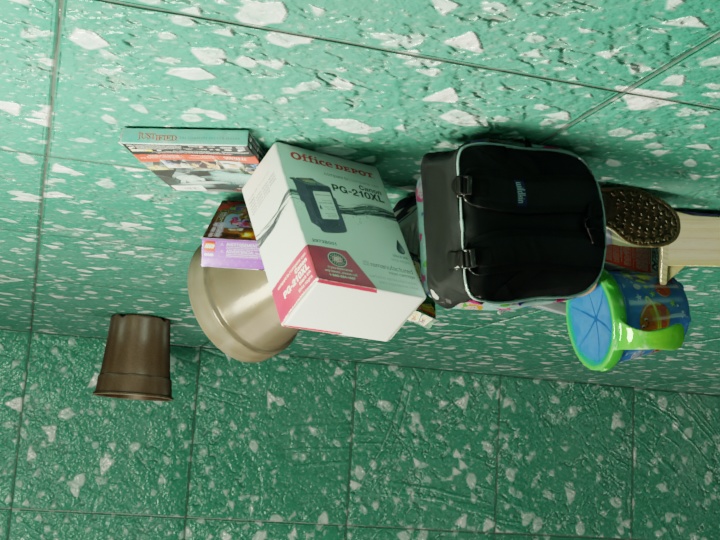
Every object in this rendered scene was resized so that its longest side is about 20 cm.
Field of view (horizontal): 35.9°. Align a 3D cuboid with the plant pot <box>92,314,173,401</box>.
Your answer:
[{"bbox_3d":[-0.554,0.216,2.754,0.198,0.200,0.200,3,170,1],"label":"plant pot"}]

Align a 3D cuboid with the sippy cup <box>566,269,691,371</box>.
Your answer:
[{"bbox_3d":[0.361,0.059,1.482,0.129,0.179,0.140,-5,143,-17],"label":"sippy cup"}]

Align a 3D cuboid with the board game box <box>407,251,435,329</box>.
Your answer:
[{"bbox_3d":[0.000,-0.008,1.312,0.199,0.105,0.024,23,130,-19],"label":"board game box"}]

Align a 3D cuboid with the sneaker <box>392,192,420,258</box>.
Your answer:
[{"bbox_3d":[0.093,-0.065,1.382,0.199,0.080,0.079,-22,117,27],"label":"sneaker"}]

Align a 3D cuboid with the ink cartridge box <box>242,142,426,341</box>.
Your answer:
[{"bbox_3d":[-0.032,-0.033,1.220,0.144,0.201,0.084,11,134,-34],"label":"ink cartridge box"}]

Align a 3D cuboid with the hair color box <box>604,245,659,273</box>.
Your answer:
[{"bbox_3d":[0.315,-0.027,1.530,0.199,0.065,0.110,15,164,-41],"label":"hair color box"}]

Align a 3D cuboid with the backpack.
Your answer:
[{"bbox_3d":[0.159,-0.044,1.180,0.198,0.180,0.150,-3,176,-24],"label":"backpack"}]

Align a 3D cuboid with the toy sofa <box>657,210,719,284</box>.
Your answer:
[{"bbox_3d":[0.481,-0.035,1.426,0.198,0.099,0.083,1,-166,13],"label":"toy sofa"}]

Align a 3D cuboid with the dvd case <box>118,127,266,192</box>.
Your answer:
[{"bbox_3d":[-0.176,-0.124,1.284,0.144,0.022,0.200,2,168,9],"label":"dvd case"}]

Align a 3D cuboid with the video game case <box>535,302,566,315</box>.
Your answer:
[{"bbox_3d":[0.245,0.039,1.902,0.181,0.022,0.199,13,178,41],"label":"video game case"}]

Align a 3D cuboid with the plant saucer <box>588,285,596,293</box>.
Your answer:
[{"bbox_3d":[0.206,-0.010,1.433,0.198,0.038,0.200,10,163,3],"label":"plant saucer"}]

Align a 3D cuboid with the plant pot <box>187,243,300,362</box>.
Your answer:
[{"bbox_3d":[-0.122,0.011,1.614,0.173,0.202,0.199,-27,153,35],"label":"plant pot"}]

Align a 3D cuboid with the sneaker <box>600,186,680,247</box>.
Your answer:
[{"bbox_3d":[0.278,-0.067,1.341,0.198,0.068,0.090,7,177,-18],"label":"sneaker"}]

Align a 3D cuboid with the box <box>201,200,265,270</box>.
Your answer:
[{"bbox_3d":[-0.121,-0.046,1.407,0.135,0.040,0.200,4,-163,-2],"label":"box"}]
